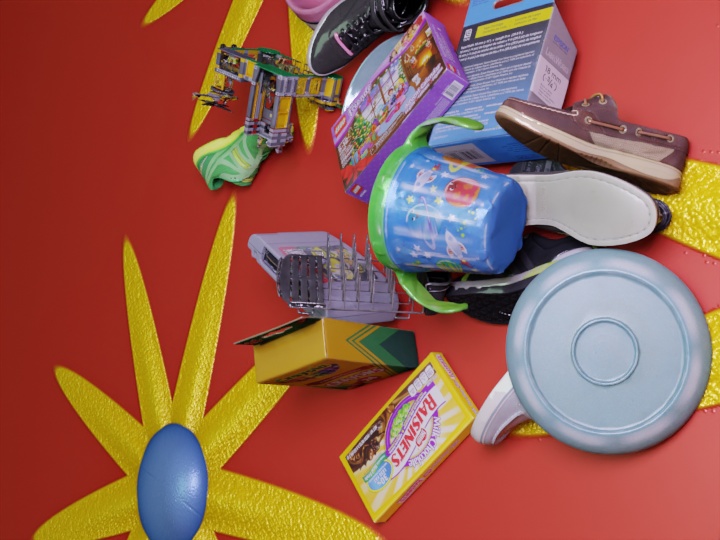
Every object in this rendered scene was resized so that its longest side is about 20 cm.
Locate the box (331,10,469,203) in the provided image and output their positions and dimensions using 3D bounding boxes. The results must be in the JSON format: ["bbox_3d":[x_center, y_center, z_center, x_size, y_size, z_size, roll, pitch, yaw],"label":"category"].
[{"bbox_3d":[0.042,-0.199,1.096,0.200,0.039,0.138,-48,34,29],"label":"box"}]

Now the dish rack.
[{"bbox_3d":[0.000,0.000,1.054,0.154,0.197,0.055,-99,13,-64],"label":"dish rack"}]

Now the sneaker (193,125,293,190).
[{"bbox_3d":[-0.171,-0.177,1.376,0.198,0.074,0.085,-17,94,38],"label":"sneaker"}]

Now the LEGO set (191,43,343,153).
[{"bbox_3d":[-0.128,-0.241,1.281,0.198,0.153,0.117,25,115,26],"label":"LEGO set"}]

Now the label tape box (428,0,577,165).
[{"bbox_3d":[0.169,-0.226,1.024,0.143,0.063,0.203,2,70,52],"label":"label tape box"}]

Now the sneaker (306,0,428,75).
[{"bbox_3d":[0.009,-0.325,1.170,0.199,0.071,0.099,-41,26,9],"label":"sneaker"}]

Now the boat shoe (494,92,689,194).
[{"bbox_3d":[0.235,-0.142,0.901,0.197,0.072,0.073,20,87,4],"label":"boat shoe"}]

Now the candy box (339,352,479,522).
[{"bbox_3d":[0.057,0.204,1.088,0.201,0.026,0.103,-52,54,24],"label":"candy box"}]

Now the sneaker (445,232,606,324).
[{"bbox_3d":[0.184,0.003,0.993,0.198,0.072,0.084,-12,49,42],"label":"sneaker"}]

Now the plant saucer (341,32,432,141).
[{"bbox_3d":[0.055,-0.205,1.168,0.199,0.038,0.204,-12,72,42],"label":"plant saucer"}]

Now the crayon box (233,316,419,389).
[{"bbox_3d":[-0.039,0.103,1.082,0.126,0.198,0.052,-23,66,39],"label":"crayon box"}]

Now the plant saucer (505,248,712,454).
[{"bbox_3d":[0.239,0.079,0.873,0.197,0.027,0.204,-1,88,17],"label":"plant saucer"}]

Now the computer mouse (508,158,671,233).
[{"bbox_3d":[0.244,-0.079,0.964,0.199,0.034,0.059,25,107,39],"label":"computer mouse"}]

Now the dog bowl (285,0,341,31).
[{"bbox_3d":[-0.035,-0.436,1.281,0.198,0.073,0.204,-11,75,43],"label":"dog bowl"}]

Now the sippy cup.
[{"bbox_3d":[0.097,-0.055,0.921,0.129,0.179,0.140,15,54,34],"label":"sippy cup"}]

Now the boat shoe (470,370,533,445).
[{"bbox_3d":[0.193,0.125,0.939,0.072,0.070,0.202,46,116,23],"label":"boat shoe"}]

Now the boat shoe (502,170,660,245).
[{"bbox_3d":[0.219,-0.071,0.923,0.199,0.060,0.073,12,107,41],"label":"boat shoe"}]

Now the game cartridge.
[{"bbox_3d":[-0.044,0.005,1.153,0.200,0.132,0.041,41,120,43],"label":"game cartridge"}]
